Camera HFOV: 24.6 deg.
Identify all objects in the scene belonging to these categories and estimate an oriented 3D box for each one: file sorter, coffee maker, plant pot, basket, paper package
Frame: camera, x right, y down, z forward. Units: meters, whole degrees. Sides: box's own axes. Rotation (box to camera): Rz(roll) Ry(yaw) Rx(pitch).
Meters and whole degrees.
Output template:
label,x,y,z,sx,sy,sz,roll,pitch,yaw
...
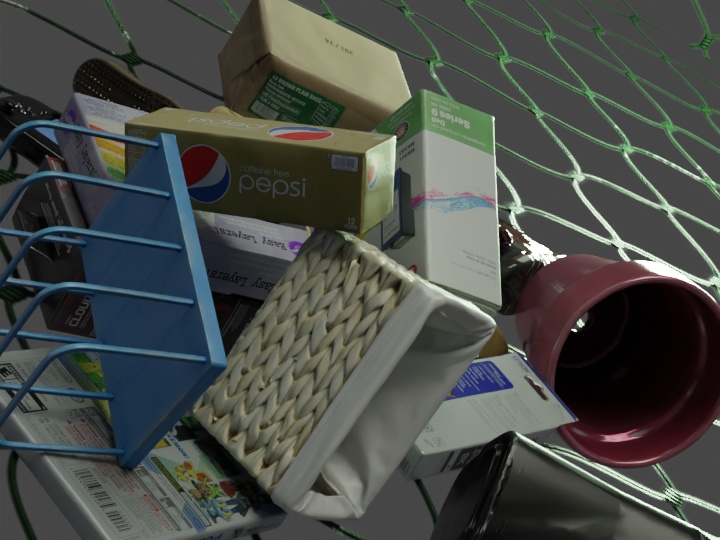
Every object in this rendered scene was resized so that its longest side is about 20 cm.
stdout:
label,x,y,z,sx,sy,sz,roll,pitch,yaw
file sorter,-0.195,0.013,1.154,0.123,0.139,0.200,10,50,-35
coffee maker,0.174,0.211,1.281,0.200,0.192,0.135,27,42,-9
plant pot,0.244,0.071,1.643,0.200,0.200,0.179,22,11,-23
basket,-0.015,0.077,1.268,0.123,0.200,0.136,38,6,25
paper package,-0.049,-0.210,1.885,0.200,0.104,0.191,23,26,-23

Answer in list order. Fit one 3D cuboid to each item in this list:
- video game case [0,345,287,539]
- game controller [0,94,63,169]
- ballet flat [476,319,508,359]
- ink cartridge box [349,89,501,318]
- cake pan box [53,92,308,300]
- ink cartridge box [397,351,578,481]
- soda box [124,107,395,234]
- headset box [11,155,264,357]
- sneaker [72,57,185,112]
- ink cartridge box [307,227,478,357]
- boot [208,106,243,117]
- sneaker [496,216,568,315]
label,x,y,z,sx,sy,sz,roll,pitch,yaw
video game case,-0.173,0.128,1.217,0.200,0.022,0.182,46,27,27
game controller,-0.249,-0.098,1.513,0.200,0.042,0.104,36,25,4
ballet flat,0.079,0.041,1.626,0.200,0.063,0.069,16,27,-33
ink cartridge box,0.047,-0.033,1.449,0.087,0.145,0.200,18,56,-30
cake pan box,-0.141,-0.057,1.377,0.200,0.052,0.184,15,33,-34
ink cartridge box,0.094,0.128,1.483,0.200,0.039,0.099,-6,44,-39
soda box,-0.078,-0.078,1.255,0.200,0.064,0.068,9,19,20
headset box,-0.192,-0.009,1.378,0.200,0.075,0.149,15,31,-34
sneaker,-0.198,-0.141,1.610,0.200,0.070,0.076,45,9,31
ink cartridge box,0.000,0.000,1.525,0.200,0.043,0.198,2,63,-39
boot,-0.061,-0.095,1.676,0.200,0.066,0.175,33,5,5
sneaker,0.149,-0.012,1.814,0.115,0.076,0.200,37,14,19
